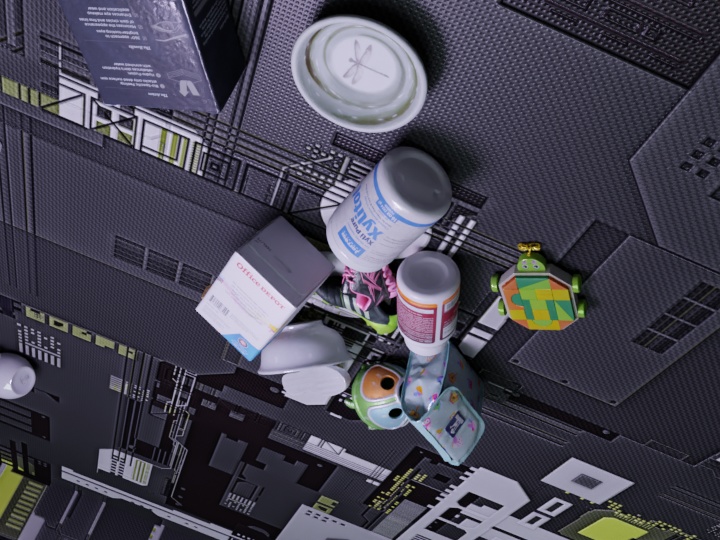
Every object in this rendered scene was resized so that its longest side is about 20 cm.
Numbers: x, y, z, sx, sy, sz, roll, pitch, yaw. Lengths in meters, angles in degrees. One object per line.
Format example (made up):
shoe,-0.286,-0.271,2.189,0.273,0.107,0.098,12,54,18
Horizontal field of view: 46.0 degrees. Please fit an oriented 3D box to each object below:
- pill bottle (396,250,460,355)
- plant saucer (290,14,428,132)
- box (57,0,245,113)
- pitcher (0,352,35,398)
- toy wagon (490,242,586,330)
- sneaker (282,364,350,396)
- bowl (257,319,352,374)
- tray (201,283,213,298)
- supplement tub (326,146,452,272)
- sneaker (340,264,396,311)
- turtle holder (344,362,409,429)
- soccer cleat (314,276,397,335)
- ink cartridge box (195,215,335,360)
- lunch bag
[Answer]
pill bottle,0.122,0.067,1.548,0.113,0.113,0.200,11,142,11
plant saucer,0.003,-0.287,1.206,0.200,0.050,0.200,13,143,10
box,-0.292,-0.342,1.213,0.196,0.118,0.200,8,141,15
pitcher,-0.994,0.260,2.314,0.200,0.121,0.172,11,129,30
toy wagon,0.307,0.032,1.481,0.155,0.040,0.200,0,139,24
sneaker,-0.068,0.219,1.833,0.200,0.115,0.074,-9,100,47
bowl,-0.120,0.153,1.754,0.200,0.091,0.201,-9,180,0
tray,-0.228,0.053,1.756,0.200,0.037,0.099,-18,130,38
supplement tub,0.044,-0.095,1.364,0.132,0.132,0.200,30,141,-14
sneaker,0.000,0.000,1.521,0.079,0.095,0.200,42,164,47
turtle holder,0.071,0.281,1.805,0.132,0.141,0.186,-14,110,47
soccer cleat,-0.007,0.049,1.636,0.200,0.068,0.081,31,120,-10
ink cartridge box,-0.176,0.033,1.565,0.147,0.146,0.200,44,134,1
lunch bag,0.167,0.268,1.704,0.122,0.200,0.170,-18,129,28
